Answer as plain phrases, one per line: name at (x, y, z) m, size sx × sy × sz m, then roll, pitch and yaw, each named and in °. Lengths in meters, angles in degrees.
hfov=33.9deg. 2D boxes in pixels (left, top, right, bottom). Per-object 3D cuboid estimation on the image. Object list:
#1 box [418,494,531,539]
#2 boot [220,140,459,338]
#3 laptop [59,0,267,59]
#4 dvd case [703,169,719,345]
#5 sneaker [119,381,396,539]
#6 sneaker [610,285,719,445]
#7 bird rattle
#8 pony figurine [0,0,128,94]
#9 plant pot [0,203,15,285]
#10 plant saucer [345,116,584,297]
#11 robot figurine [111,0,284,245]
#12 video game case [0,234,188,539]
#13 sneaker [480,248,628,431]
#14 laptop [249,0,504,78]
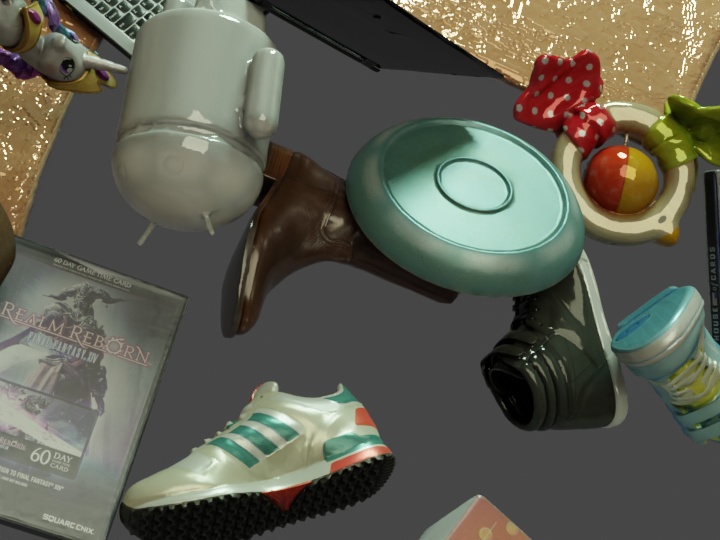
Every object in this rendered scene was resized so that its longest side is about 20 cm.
box at (0.095, 0.282, 0.794) m, size 0.200 × 0.106 × 0.152 m, roll 41°, pitch 59°, yaw 3°
boot at (0.000, 0.000, 0.930) m, size 0.199 × 0.064 × 0.187 m, roll 21°, pitch 58°, yaw -13°
laptop at (-0.161, -0.289, 0.974) m, size 0.200 × 0.116 × 0.187 m, roll 40°, pitch 59°, yaw 3°
dvd case at (0.370, 0.012, 1.029) m, size 0.150 × 0.025 × 0.201 m, roll -2°, pitch 90°, yaw -20°
sneaker at (-0.079, 0.132, 0.840) m, size 0.199 × 0.071 × 0.094 m, roll -11°, pitch 51°, yaw -22°
sneaker at (0.261, 0.083, 0.920) m, size 0.079 × 0.200 × 0.131 m, roll -36°, pitch 85°, yaw 15°
bird rattle at (0.229, -0.105, 1.043) m, size 0.199 × 0.113 × 0.164 m, roll 13°, pitch 77°, yaw -10°
pony figurine at (-0.287, -0.169, 0.832) m, size 0.192 × 0.200 × 0.167 m, roll -5°, pitch 69°, yaw 17°
plant pot at (-0.325, 0.013, 0.755) m, size 0.187 × 0.187 × 0.200 m, roll 41°, pitch 44°, yaw 4°
plant saucer at (0.088, -0.061, 0.943) m, size 0.199 × 0.027 × 0.201 m, roll 9°, pitch 44°, yaw -9°
robot figurine at (-0.122, -0.115, 0.886) m, size 0.113 × 0.169 × 0.201 m, roll 26°, pitch 63°, yaw -40°
video game case at (-0.218, 0.083, 0.835) m, size 0.142 × 0.019 × 0.201 m, roll 20°, pitch 61°, yaw -9°
sneaker at (0.137, 0.038, 0.949) m, size 0.099 × 0.071 × 0.201 m, roll -9°, pitch 72°, yaw -28°
laptop at (-0.001, -0.241, 0.966) m, size 0.187 × 0.116 × 0.201 m, roll 18°, pitch 50°, yaw -54°
